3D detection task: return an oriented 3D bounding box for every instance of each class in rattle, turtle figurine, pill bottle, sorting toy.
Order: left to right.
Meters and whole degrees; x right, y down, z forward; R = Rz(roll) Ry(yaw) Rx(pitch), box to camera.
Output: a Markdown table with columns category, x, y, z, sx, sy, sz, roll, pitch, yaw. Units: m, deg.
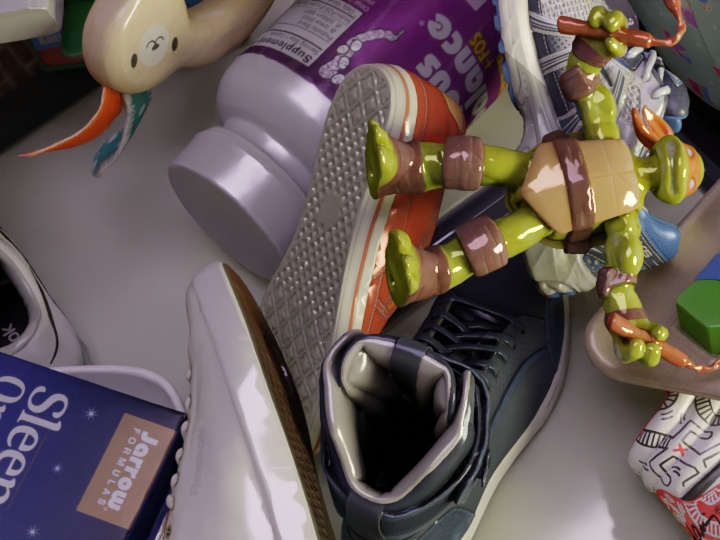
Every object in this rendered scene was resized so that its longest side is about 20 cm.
| category | x | y | z | sx | sy | sz | roll | pitch | yaw |
| --- | --- | --- | --- | --- | --- | --- | --- | --- | --- |
| rattle | -0.062 | -0.116 | 0.961 | 0.143 | 0.130 | 0.200 | 26 | 78 | 14 |
| pill bottle | -0.002 | -0.091 | 1.019 | 0.112 | 0.112 | 0.200 | 35 | 71 | 23 |
| turtle figurine | 0.085 | -0.045 | 0.885 | 0.161 | 0.064 | 0.200 | -8 | 89 | -9 |
| sorting toy | 0.230 | 0.004 | 0.918 | 0.200 | 0.036 | 0.185 | 14 | 42 | 35 |

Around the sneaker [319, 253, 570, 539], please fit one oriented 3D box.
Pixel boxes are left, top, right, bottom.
| category | x | y | z | sx | sy | sz | roll | pitch | yaw |
| --- | --- | --- | --- | --- | --- | --- | --- | --- | --- |
| sneaker | 0.043 | 0.042 | 0.921 | 0.077 | 0.146 | 0.202 | 16 | 63 | 17 |

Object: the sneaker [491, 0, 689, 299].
| category | x | y | z | sx | sy | sz | roll | pitch | yaw |
| --- | --- | --- | --- | --- | --- | --- | --- | --- | --- |
| sneaker | 0.114 | -0.090 | 0.951 | 0.085 | 0.077 | 0.200 | -7 | 89 | 13 |

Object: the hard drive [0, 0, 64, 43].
| category | x | y | z | sx | sy | sz | roll | pitch | yaw |
| --- | --- | --- | --- | --- | --- | --- | --- | --- | --- |
| hard drive | -0.210 | -0.200 | 1.020 | 0.132 | 0.026 | 0.200 | -8 | 61 | 14 |

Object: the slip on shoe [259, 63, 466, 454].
| category | x | y | z | sx | sy | sz | roll | pitch | yaw |
| --- | --- | --- | --- | --- | --- | --- | --- | --- | --- |
| slip on shoe | 0.000 | 0.000 | 0.948 | 0.074 | 0.061 | 0.200 | 35 | 112 | 50 |

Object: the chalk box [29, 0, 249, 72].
| category | x | y | z | sx | sy | sz | roll | pitch | yaw |
| --- | --- | --- | --- | --- | --- | --- | --- | --- | --- |
| chalk box | -0.131 | -0.194 | 1.089 | 0.125 | 0.124 | 0.200 | -6 | 61 | 3 |

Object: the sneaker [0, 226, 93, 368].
| category | x | y | z | sx | sy | sz | roll | pitch | yaw |
| --- | --- | --- | --- | --- | --- | --- | --- | --- | --- |
| sneaker | -0.212 | -0.007 | 1.015 | 0.200 | 0.089 | 0.074 | 39 | 74 | 26 |

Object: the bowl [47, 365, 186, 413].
| category | x | y | z | sx | sy | sz | roll | pitch | yaw |
| --- | --- | --- | --- | --- | --- | --- | --- | --- | --- |
| bowl | -0.165 | 0.150 | 0.927 | 0.200 | 0.075 | 0.200 | -8 | 60 | 4 |

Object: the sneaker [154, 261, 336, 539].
| category | x | y | z | sx | sy | sz | roll | pitch | yaw |
| --- | --- | --- | --- | --- | --- | --- | --- | --- | --- |
| sneaker | -0.062 | 0.091 | 0.854 | 0.085 | 0.073 | 0.200 | -20 | 63 | 8 |

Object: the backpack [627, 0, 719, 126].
| category | x | y | z | sx | sy | sz | roll | pitch | yaw |
| --- | --- | --- | --- | --- | --- | --- | --- | --- | --- |
| backpack | 0.202 | -0.154 | 0.976 | 0.127 | 0.200 | 0.167 | -42 | 65 | -16 |

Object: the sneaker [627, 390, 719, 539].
| category | x | y | z | sx | sy | sz | roll | pitch | yaw |
| --- | --- | --- | --- | --- | --- | --- | --- | --- | --- |
| sneaker | 0.218 | 0.051 | 0.936 | 0.201 | 0.067 | 0.108 | -43 | 67 | -13 |

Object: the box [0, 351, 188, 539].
| category | x | y | z | sx | sy | sz | roll | pitch | yaw |
| --- | --- | --- | --- | --- | --- | --- | --- | --- | --- |
| box | -0.160 | 0.101 | 0.896 | 0.200 | 0.032 | 0.121 | 17 | 63 | 15 |
